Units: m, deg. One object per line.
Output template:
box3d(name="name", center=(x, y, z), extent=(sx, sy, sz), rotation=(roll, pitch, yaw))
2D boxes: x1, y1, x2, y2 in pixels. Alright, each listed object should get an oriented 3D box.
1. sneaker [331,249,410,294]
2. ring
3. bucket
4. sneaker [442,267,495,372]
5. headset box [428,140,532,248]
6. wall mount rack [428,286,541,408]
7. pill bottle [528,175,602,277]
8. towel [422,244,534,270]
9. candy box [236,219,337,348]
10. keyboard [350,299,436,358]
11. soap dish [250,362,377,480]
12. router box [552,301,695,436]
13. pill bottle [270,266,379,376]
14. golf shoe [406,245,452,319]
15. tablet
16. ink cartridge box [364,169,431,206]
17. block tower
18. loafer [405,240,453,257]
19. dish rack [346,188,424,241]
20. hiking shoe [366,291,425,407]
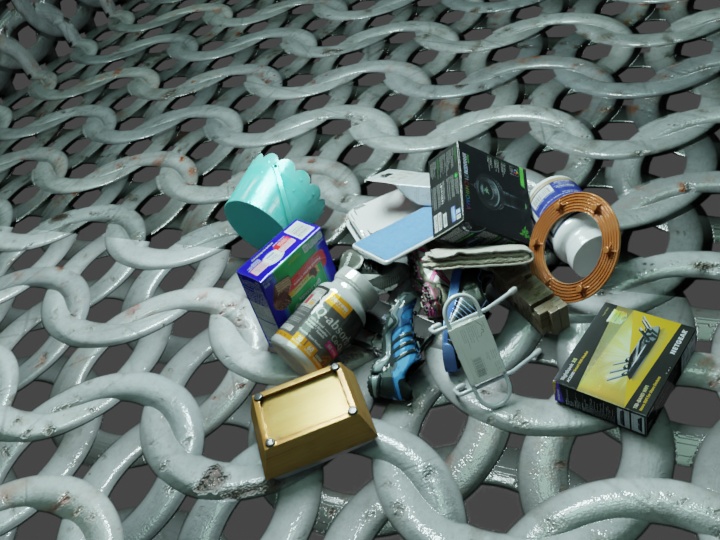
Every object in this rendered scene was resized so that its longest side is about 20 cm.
box3d(name="sneaker", center=(0.000, 0.000, 1.580), extent=(0.198, 0.091, 0.067), rotation=(-4, 49, 29))
box3d(name="ring", center=(0.376, -0.043, 1.426), extent=(0.019, 0.202, 0.200), rotation=(10, 22, -36))
box3d(name="bucket", center=(-0.191, -0.139, 1.758), extent=(0.205, 0.208, 0.135), rotation=(13, 57, 33))
box3d(name="sneaker", center=(0.192, 0.085, 1.412), extent=(0.077, 0.070, 0.202), rotation=(3, 66, 18))
box3d(name="headset box", center=(0.238, -0.127, 1.540), extent=(0.092, 0.198, 0.176), rotation=(-31, 51, 47))
box3d(name="wall mount rack", center=(0.215, 0.120, 1.339), extent=(0.172, 0.202, 0.075), rotation=(-23, 4, -3))
box3d(name="pill bottle", center=(0.404, -0.084, 1.520), extent=(0.114, 0.117, 0.201), rotation=(-19, 40, -2))
box3d(name="towel", center=(0.213, -0.027, 1.449), extent=(0.197, 0.035, 0.133), rotation=(-3, 6, 9))
box3d(name="candy box", center=(-0.126, 0.035, 1.522), extent=(0.077, 0.201, 0.169), rotation=(23, 55, 37))
box3d(name="keyboard", center=(0.041, 0.115, 1.507), extent=(0.199, 0.021, 0.127), rotation=(20, 51, 39))
box3d(name="soap dish", center=(-0.086, 0.250, 1.349), extent=(0.198, 0.082, 0.158), rotation=(-20, 39, -4))
box3d(name="router box", center=(0.426, 0.152, 1.284), extent=(0.156, 0.053, 0.200), rotation=(17, 51, 36))
box3d(name="pill bottle", center=(-0.062, 0.095, 1.471), extent=(0.116, 0.117, 0.200), rotation=(26, 66, 41))
box3d(name="golf shoe", center=(0.148, 0.016, 1.549), extent=(0.091, 0.073, 0.201), rotation=(-8, 45, -13))
box3d(name="tablet", center=(0.094, -0.072, 1.577), extent=(0.199, 0.014, 0.130), rotation=(-28, 30, -23))
box3d(name="ink cartridge box", center=(0.129, -0.180, 1.731), extent=(0.198, 0.058, 0.162), rotation=(4, 16, 22))
box3d(name="block tower", center=(0.302, 0.039, 1.465), extent=(0.054, 0.058, 0.200), rotation=(-26, 38, -11))
box3d(name="loafer", center=(0.176, -0.084, 1.641), extent=(0.197, 0.076, 0.069), rotation=(-12, 33, 1))
box3d(name="dish rack", center=(0.072, -0.124, 1.757), extent=(0.198, 0.044, 0.172), rotation=(-25, 39, -6))
box3d(name="hiking shoe", center=(0.078, 0.138, 1.410), extent=(0.086, 0.075, 0.202), rotation=(13, 71, 13))
